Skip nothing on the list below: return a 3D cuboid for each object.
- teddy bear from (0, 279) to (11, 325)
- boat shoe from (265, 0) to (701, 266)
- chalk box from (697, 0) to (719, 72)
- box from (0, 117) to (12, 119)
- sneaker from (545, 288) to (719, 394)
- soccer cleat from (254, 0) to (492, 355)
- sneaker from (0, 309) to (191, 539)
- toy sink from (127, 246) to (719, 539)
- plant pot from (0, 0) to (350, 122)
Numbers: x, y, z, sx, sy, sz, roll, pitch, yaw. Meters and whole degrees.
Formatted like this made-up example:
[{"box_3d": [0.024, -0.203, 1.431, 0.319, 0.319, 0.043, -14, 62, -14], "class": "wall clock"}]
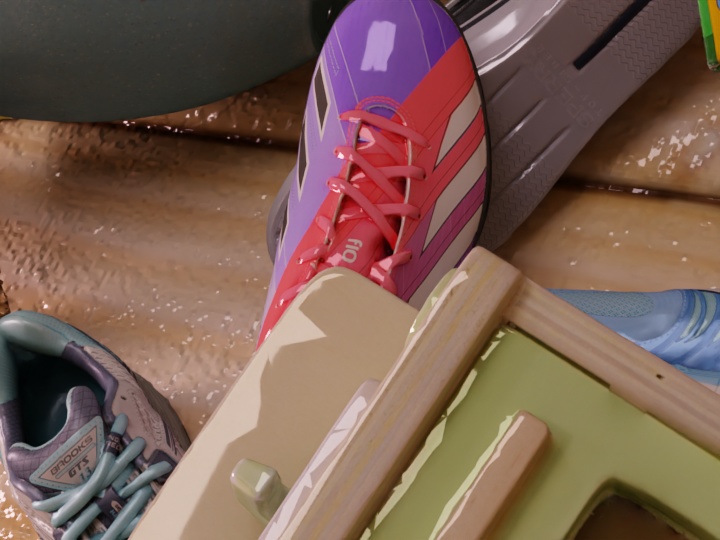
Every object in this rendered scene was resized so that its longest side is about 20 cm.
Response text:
[{"box_3d": [-0.188, -0.033, 0.873, 0.066, 0.146, 0.200, -16, 44, -14], "class": "teddy bear"}, {"box_3d": [0.048, -0.064, 0.831, 0.200, 0.072, 0.071, -38, 22, 3], "class": "boat shoe"}, {"box_3d": [0.193, -0.163, 0.760, 0.123, 0.125, 0.200, 0, 27, 28], "class": "chalk box"}, {"box_3d": [-0.245, -0.095, 1.002, 0.199, 0.075, 0.050, -5, 55, 24], "class": "box"}, {"box_3d": [0.122, 0.037, 0.717, 0.199, 0.079, 0.090, 12, 43, 31], "class": "sneaker"}, {"box_3d": [0.000, 0.000, 0.748, 0.068, 0.073, 0.202, 8, 83, 14], "class": "soccer cleat"}, {"box_3d": [-0.081, 0.089, 0.761, 0.077, 0.086, 0.200, -39, 47, -4], "class": "sneaker"}, {"box_3d": [0.035, 0.082, 0.630, 0.199, 0.112, 0.131, 33, 75, 12], "class": "toy sink"}, {"box_3d": [-0.068, -0.144, 0.881, 0.134, 0.201, 0.201, 15, 61, 11], "class": "plant pot"}]
